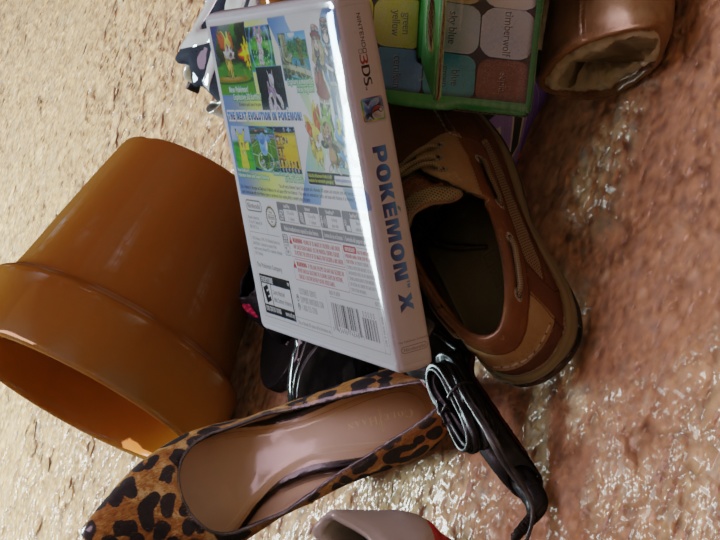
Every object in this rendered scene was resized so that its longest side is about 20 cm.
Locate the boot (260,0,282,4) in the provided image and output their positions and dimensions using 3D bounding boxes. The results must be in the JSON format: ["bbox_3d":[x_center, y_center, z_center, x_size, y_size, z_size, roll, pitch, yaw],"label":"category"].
[{"bbox_3d":[-0.040,-0.104,1.101,0.201,0.076,0.156,95,-175,-46],"label":"boot"}]

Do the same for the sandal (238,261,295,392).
[{"bbox_3d":[-0.056,-0.010,1.230,0.075,0.045,0.202,-35,43,51],"label":"sandal"}]

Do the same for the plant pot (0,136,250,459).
[{"bbox_3d":[-0.156,0.015,1.276,0.200,0.200,0.184,-11,48,62],"label":"plant pot"}]

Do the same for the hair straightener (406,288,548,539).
[{"bbox_3d":[0.038,0.056,0.917,0.041,0.077,0.201,-35,53,11],"label":"hair straightener"}]

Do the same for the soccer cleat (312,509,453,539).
[{"bbox_3d":[0.015,0.208,0.897,0.069,0.085,0.201,-47,35,41],"label":"soccer cleat"}]

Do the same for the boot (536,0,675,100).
[{"bbox_3d":[0.155,-0.207,0.916,0.175,0.066,0.202,137,145,-66],"label":"boot"}]

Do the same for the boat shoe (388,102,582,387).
[{"bbox_3d":[0.047,-0.033,0.931,0.076,0.074,0.201,-40,58,16],"label":"boat shoe"}]

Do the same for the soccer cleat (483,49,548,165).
[{"bbox_3d":[0.051,-0.038,1.027,0.200,0.073,0.068,-49,9,9],"label":"soccer cleat"}]

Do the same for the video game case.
[{"bbox_3d":[-0.026,-0.049,0.935,0.200,0.022,0.184,-167,65,-67],"label":"video game case"}]

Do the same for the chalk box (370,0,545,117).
[{"bbox_3d":[0.039,-0.164,0.944,0.201,0.123,0.125,-76,-8,-55],"label":"chalk box"}]

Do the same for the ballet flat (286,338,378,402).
[{"bbox_3d":[0.000,0.000,1.091,0.057,0.066,0.201,-138,70,-81],"label":"ballet flat"}]

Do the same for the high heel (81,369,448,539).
[{"bbox_3d":[-0.047,0.100,0.977,0.142,0.199,0.072,-39,69,53],"label":"high heel"}]

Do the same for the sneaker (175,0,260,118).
[{"bbox_3d":[-0.100,-0.203,1.405,0.130,0.079,0.200,-42,48,33],"label":"sneaker"}]
